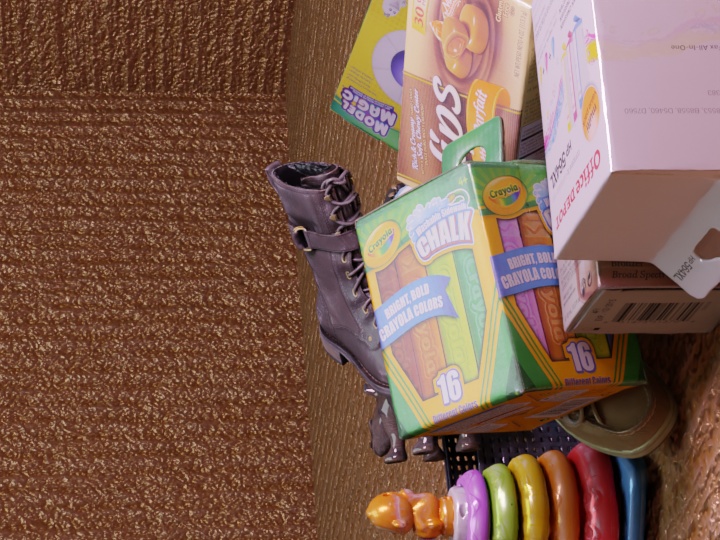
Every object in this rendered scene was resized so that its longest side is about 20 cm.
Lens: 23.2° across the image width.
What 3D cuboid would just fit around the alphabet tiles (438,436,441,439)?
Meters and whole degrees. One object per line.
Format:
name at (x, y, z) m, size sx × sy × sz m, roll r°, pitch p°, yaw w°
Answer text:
alphabet tiles at (0.069, 0.039, 1.562) m, size 0.167 × 0.008 × 0.201 m, roll 106°, pitch 163°, yaw -62°

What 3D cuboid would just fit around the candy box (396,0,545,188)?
candy box at (0.088, -0.130, 1.253) m, size 0.115 × 0.055 × 0.201 m, roll 35°, pitch 138°, yaw 34°

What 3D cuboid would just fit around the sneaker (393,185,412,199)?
sneaker at (0.091, 0.018, 1.384) m, size 0.200 × 0.076 × 0.081 m, roll 54°, pitch 178°, yaw -37°

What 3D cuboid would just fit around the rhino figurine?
rhino figurine at (0.045, 0.118, 1.479) m, size 0.200 × 0.060 × 0.088 m, roll 150°, pitch 120°, yaw -68°

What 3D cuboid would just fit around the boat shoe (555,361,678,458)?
boat shoe at (0.142, 0.062, 1.239) m, size 0.073 × 0.063 × 0.201 m, roll -49°, pitch 43°, yaw 5°

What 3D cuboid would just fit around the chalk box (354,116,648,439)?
chalk box at (0.087, -0.001, 1.172) m, size 0.125 × 0.124 × 0.201 m, roll -29°, pitch 69°, yaw 46°

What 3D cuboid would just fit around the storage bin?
storage bin at (0.126, 0.126, 1.510) m, size 0.135 × 0.093 × 0.201 m, roll 102°, pitch 165°, yaw -55°

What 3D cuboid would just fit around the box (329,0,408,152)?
box at (0.049, -0.172, 1.493) m, size 0.048 × 0.117 × 0.200 m, roll -51°, pitch -11°, yaw -44°

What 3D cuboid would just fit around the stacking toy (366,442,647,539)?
stacking toy at (0.103, 0.178, 1.275) m, size 0.116 × 0.199 × 0.110 m, roll -118°, pitch 29°, yaw -72°

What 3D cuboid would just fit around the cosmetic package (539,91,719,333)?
cosmetic package at (0.176, -0.067, 1.109) m, size 0.087 × 0.103 × 0.201 m, roll 111°, pitch 156°, yaw -67°

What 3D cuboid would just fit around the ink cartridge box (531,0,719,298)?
ink cartridge box at (0.178, -0.096, 1.002) m, size 0.129 × 0.125 × 0.201 m, roll 109°, pitch 161°, yaw -66°

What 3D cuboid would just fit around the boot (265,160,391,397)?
boot at (0.000, 0.000, 1.379) m, size 0.200 × 0.069 × 0.175 m, roll 19°, pitch 133°, yaw 50°

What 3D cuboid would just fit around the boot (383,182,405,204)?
boot at (0.039, -0.039, 1.508) m, size 0.200 × 0.077 × 0.139 m, roll 106°, pitch 167°, yaw -60°
